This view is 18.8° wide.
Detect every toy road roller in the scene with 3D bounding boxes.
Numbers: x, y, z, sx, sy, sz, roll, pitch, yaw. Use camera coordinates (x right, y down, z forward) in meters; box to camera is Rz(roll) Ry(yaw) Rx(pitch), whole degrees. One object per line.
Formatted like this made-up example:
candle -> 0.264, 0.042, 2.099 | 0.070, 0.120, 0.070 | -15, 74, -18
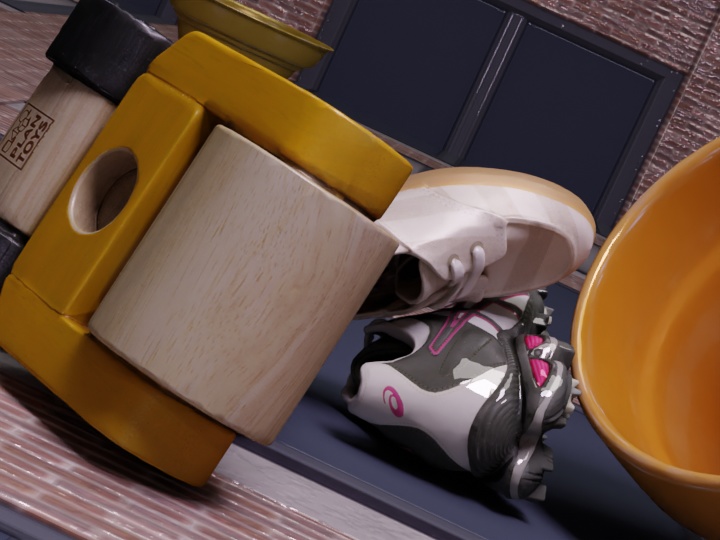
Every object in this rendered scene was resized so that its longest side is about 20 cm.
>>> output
toy road roller -> -0.046, -0.001, 0.760 | 0.146, 0.123, 0.200 | 34, -1, -39

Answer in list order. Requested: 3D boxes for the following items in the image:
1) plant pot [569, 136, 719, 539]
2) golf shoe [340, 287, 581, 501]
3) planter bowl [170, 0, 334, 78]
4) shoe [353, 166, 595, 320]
plant pot -> 0.217, 0.059, 0.921 | 0.200, 0.200, 0.183 | 34, -14, 51
golf shoe -> 0.038, 0.038, 0.940 | 0.088, 0.077, 0.200 | 15, 6, -5
planter bowl -> -0.136, -0.247, 2.390 | 0.200, 0.084, 0.200 | 25, 7, -3
shoe -> 0.000, 0.000, 0.894 | 0.200, 0.070, 0.053 | -3, 51, -7
